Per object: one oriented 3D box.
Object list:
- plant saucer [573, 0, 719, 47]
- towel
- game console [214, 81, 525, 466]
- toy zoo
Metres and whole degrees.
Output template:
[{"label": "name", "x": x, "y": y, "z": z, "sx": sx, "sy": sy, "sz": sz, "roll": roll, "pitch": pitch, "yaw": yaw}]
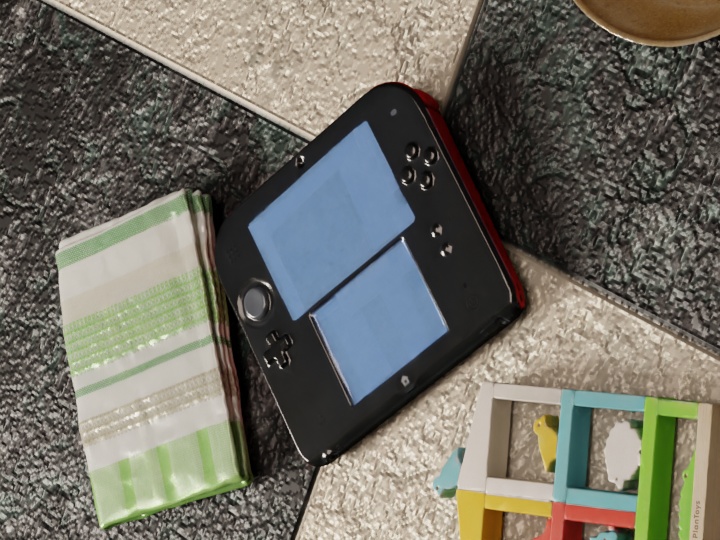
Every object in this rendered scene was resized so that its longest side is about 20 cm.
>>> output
[{"label": "plant saucer", "x": 0.190, "y": -0.224, "z": 1.579, "sx": 0.200, "sy": 0.035, "sz": 0.201, "roll": -4, "pitch": 84, "yaw": 42}, {"label": "towel", "x": -0.136, "y": 0.059, "z": 1.858, "sx": 0.149, "sy": 0.031, "sz": 0.200, "roll": -21, "pitch": 74, "yaw": 42}, {"label": "game console", "x": 0.000, "y": 0.000, "z": 1.734, "sx": 0.200, "sy": 0.031, "sz": 0.177, "roll": -40, "pitch": 61, "yaw": 33}, {"label": "toy zoo", "x": 0.123, "y": 0.134, "z": 1.615, "sx": 0.200, "sy": 0.020, "sz": 0.131, "roll": 2, "pitch": 88, "yaw": 43}]
